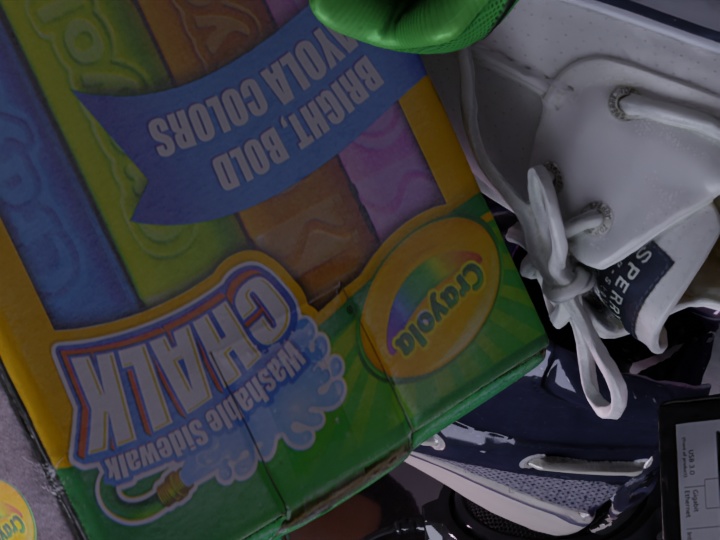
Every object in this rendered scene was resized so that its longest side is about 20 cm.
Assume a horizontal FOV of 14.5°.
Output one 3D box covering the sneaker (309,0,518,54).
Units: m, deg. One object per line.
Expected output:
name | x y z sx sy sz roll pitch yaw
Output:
sneaker | 0.019 -0.103 0.457 0.078 0.085 0.200 17 155 16

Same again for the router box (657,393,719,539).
router box | 0.162 0.062 0.598 0.149 0.051 0.200 -7 164 21

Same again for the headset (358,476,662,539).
headset | 0.040 0.096 0.845 0.199 0.094 0.124 20 114 -15

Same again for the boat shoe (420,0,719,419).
boat shoe | 0.062 -0.012 0.606 0.201 0.086 0.075 20 156 9

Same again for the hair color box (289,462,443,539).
hair color box | -0.068 0.097 0.945 0.199 0.102 0.061 13 153 21

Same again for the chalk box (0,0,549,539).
chalk box | -0.055 0.002 0.595 0.124 0.124 0.201 -14 104 55

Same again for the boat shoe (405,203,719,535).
boat shoe | 0.000 0.000 0.726 0.199 0.075 0.093 20 151 -10
